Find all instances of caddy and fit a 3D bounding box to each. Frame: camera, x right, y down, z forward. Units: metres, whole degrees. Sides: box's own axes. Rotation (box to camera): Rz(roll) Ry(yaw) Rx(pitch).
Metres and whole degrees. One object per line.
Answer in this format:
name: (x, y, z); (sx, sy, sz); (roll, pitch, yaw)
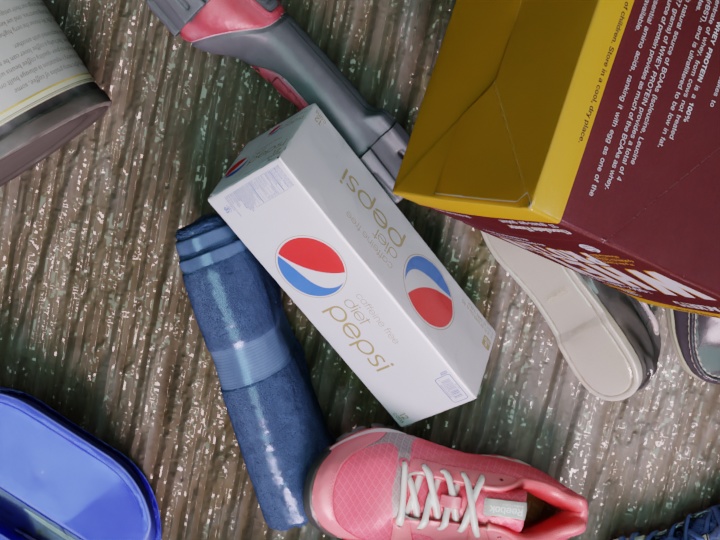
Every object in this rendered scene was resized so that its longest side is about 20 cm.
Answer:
caddy: (-0.227, 0.162, 0.829); (0.200, 0.105, 0.142); (34, 75, -4)

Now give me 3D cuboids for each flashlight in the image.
flashlight: (-0.046, -0.118, 0.795); (0.068, 0.068, 0.200); (-43, 101, -5)

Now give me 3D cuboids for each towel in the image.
towel: (-0.063, 0.058, 0.798); (0.048, 0.112, 0.201); (-16, 98, 6)

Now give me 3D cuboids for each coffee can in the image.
coffee can: (-0.265, -0.147, 0.753); (0.146, 0.146, 0.201); (-31, 97, 7)

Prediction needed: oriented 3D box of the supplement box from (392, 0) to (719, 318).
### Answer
supplement box: (0.159, -0.096, 0.697); (0.199, 0.133, 0.198); (21, 86, -29)

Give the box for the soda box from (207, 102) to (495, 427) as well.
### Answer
soda box: (0.000, 0.000, 0.779); (0.063, 0.068, 0.200); (-25, 114, 34)

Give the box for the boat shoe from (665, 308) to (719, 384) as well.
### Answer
boat shoe: (0.243, -0.020, 0.798); (0.071, 0.065, 0.201); (10, 101, -1)

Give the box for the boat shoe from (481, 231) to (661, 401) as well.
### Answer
boat shoe: (0.134, -0.011, 0.816); (0.067, 0.057, 0.201); (-25, 95, 42)

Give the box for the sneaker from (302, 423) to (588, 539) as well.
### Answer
sneaker: (0.060, 0.138, 0.782); (0.199, 0.087, 0.074); (10, 83, -32)

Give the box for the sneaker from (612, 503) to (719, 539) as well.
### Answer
sneaker: (0.211, 0.203, 0.832); (0.077, 0.076, 0.200); (43, 97, -10)
